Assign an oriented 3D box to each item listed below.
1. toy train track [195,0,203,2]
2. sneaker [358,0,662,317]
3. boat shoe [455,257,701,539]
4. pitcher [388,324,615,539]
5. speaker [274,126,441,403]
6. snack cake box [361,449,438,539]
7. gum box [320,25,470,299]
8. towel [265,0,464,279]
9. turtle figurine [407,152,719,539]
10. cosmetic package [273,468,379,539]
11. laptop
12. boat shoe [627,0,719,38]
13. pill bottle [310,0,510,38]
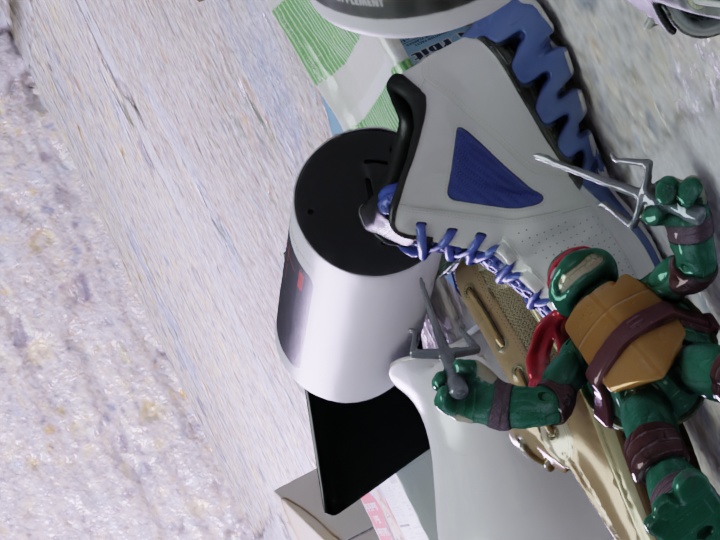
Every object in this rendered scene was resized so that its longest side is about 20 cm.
[{"bbox_3d":[-0.160,-0.284,2.130,0.200,0.032,0.115,69,169,-17],"label":"toy train track"},{"bbox_3d":[0.065,-0.021,1.390,0.200,0.115,0.081,65,171,-2],"label":"sneaker"},{"bbox_3d":[0.109,0.069,1.456,0.071,0.064,0.200,11,-130,-53],"label":"boat shoe"},{"bbox_3d":[0.097,0.122,1.597,0.200,0.121,0.172,66,-168,1],"label":"pitcher"},{"bbox_3d":[0.000,0.000,1.520,0.081,0.081,0.200,62,167,16],"label":"speaker"},{"bbox_3d":[0.054,0.164,2.015,0.115,0.067,0.200,63,170,1],"label":"snack cake box"},{"bbox_3d":[0.024,-0.096,1.615,0.200,0.044,0.170,53,164,49],"label":"gum box"},{"bbox_3d":[0.004,-0.093,1.537,0.200,0.023,0.153,63,168,7],"label":"towel"},{"bbox_3d":[0.117,0.029,1.282,0.101,0.150,0.200,25,-164,-43],"label":"turtle figurine"},{"bbox_3d":[0.000,0.231,2.426,0.104,0.073,0.200,67,169,-13],"label":"cosmetic package"},{"bbox_3d":[-0.017,0.033,1.876,0.200,0.103,0.178,-139,39,-65],"label":"laptop"},{"bbox_3d":[0.113,-0.115,1.047,0.200,0.072,0.071,-152,42,-70],"label":"boat shoe"},{"bbox_3d":[0.008,-0.208,1.243,0.114,0.114,0.200,51,163,52],"label":"pill bottle"}]
